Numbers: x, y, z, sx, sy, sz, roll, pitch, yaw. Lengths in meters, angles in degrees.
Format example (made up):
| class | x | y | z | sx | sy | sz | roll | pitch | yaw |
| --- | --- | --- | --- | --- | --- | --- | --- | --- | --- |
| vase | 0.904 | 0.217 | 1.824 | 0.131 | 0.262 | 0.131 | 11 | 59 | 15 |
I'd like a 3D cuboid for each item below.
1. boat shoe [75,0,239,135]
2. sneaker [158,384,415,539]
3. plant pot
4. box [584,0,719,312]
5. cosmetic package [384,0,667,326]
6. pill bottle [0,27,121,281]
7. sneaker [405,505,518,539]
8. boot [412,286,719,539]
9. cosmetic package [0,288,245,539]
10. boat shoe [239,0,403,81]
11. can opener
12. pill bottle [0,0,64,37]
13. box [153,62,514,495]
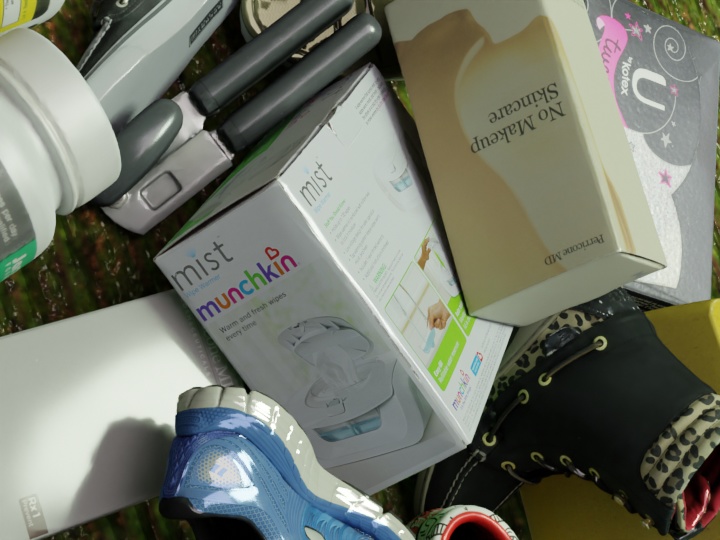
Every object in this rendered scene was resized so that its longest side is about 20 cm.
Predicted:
| class | x | y | z | sx | sy | sz | roll | pitch | yaw |
| --- | --- | --- | --- | --- | --- | --- | --- | --- | --- |
| boat shoe | -0.125 | -0.149 | 0.888 | 0.056 | 0.069 | 0.200 | 33 | 62 | 7 |
| sneaker | -0.039 | 0.147 | 0.773 | 0.200 | 0.078 | 0.090 | 46 | 51 | -33 |
| plant pot | 0.232 | 0.118 | 0.961 | 0.199 | 0.176 | 0.201 | 4 | 62 | -33 |
| box | 0.159 | -0.071 | 1.021 | 0.131 | 0.114 | 0.202 | 16 | 70 | -30 |
| cosmetic package | 0.093 | -0.079 | 0.871 | 0.071 | 0.105 | 0.201 | 13 | 57 | -56 |
| pill bottle | -0.225 | -0.031 | 0.745 | 0.200 | 0.113 | 0.113 | -38 | 100 | -25 |
| sneaker | 0.068 | 0.231 | 0.843 | 0.067 | 0.108 | 0.203 | -9 | 74 | -19 |
| boot | 0.127 | 0.116 | 0.887 | 0.073 | 0.154 | 0.204 | 15 | 113 | -47 |
| cosmetic package | -0.161 | 0.084 | 0.792 | 0.199 | 0.090 | 0.108 | -19 | 86 | -32 |
| boat shoe | 0.010 | -0.153 | 0.971 | 0.199 | 0.068 | 0.075 | 1 | 85 | -25 |
| can opener | -0.074 | -0.097 | 0.870 | 0.200 | 0.067 | 0.053 | -39 | 91 | -6 |
| pill bottle | -0.257 | -0.149 | 0.764 | 0.199 | 0.112 | 0.113 | -32 | 97 | -35 |
| box | 0.000 | 0.000 | 0.860 | 0.177 | 0.096 | 0.200 | 53 | 27 | -12 |
